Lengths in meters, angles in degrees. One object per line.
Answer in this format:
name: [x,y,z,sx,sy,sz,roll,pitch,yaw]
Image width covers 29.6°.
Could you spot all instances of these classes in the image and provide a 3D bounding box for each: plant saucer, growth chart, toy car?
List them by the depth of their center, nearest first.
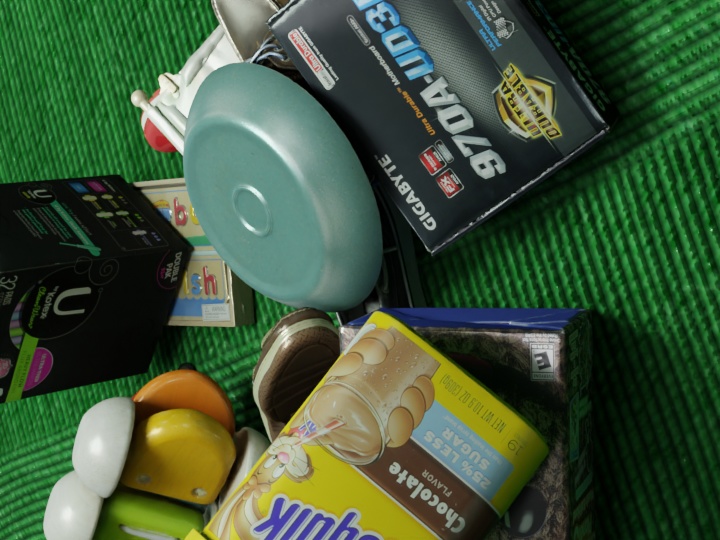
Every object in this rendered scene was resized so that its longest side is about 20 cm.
plant saucer: [-0.068,-0.050,0.991,0.199,0.036,0.202,29,136,32]
growth chart: [-0.069,-0.146,1.055,0.200,0.018,0.145,-41,80,12]
toy car: [-0.174,0.174,1.192,0.151,0.173,0.201,-100,32,-54]

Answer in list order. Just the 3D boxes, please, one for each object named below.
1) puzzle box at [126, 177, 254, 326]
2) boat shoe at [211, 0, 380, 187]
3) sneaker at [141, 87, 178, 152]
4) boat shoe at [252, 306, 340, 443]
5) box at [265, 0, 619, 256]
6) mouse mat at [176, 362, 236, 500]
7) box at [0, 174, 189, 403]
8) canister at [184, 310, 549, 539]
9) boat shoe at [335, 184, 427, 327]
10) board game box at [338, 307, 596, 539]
puzzle box: [-0.174,-0.018,1.245,0.198,0.025,0.135,-2,94,45]
boat shoe: [-0.048,-0.144,0.995,0.200,0.072,0.072,49,122,9]
sneaker: [-0.112,-0.100,1.125,0.199,0.078,0.117,-17,72,45]
boat shoe: [-0.058,0.075,1.067,0.203,0.074,0.076,103,147,-58]
box: [0.055,-0.136,0.919,0.158,0.046,0.201,-34,95,28]
mouse mat: [-0.144,0.207,1.261,0.201,0.007,0.162,52,128,27]
box: [-0.276,0.014,1.192,0.124,0.198,0.150,42,122,30]
canister: [0.002,0.145,0.823,0.148,0.087,0.201,37,78,9]
boat shoe: [-0.002,0.001,1.048,0.073,0.068,0.202,-18,83,44]
board game box: [0.075,0.131,0.934,0.157,0.097,0.203,-1,96,20]
